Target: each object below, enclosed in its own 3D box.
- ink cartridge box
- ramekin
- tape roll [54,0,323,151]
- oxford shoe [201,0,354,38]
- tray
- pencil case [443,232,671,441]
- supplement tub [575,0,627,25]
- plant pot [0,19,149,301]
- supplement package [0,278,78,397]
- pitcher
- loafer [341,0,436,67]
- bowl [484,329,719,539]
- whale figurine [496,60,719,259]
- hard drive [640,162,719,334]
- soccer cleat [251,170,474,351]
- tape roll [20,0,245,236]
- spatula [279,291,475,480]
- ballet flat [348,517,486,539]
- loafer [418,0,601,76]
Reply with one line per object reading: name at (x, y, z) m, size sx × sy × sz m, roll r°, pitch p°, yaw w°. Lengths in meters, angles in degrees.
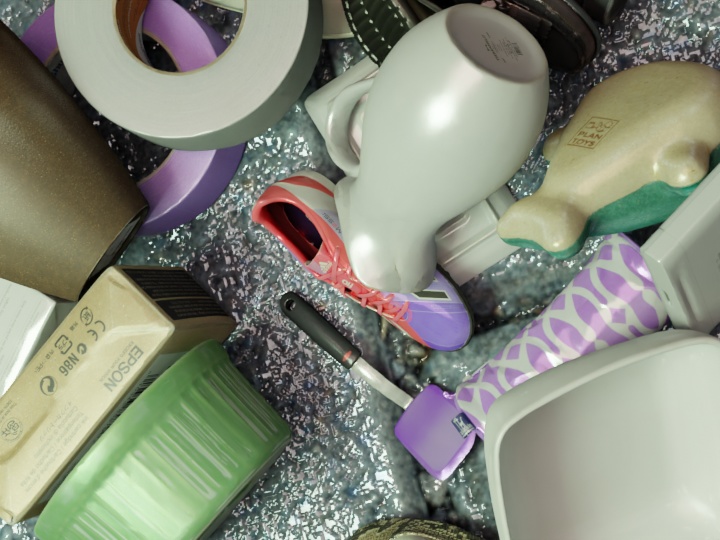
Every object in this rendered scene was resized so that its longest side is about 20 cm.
ink cartridge box at (-0.203, 0.093, 1.075) m, size 0.075 × 0.165 × 0.200 m, roll 41°, pitch 98°, yaw 10°
ramekin at (-0.144, 0.159, 1.046) m, size 0.098 × 0.200 × 0.200 m, roll 42°, pitch 97°, yaw 5°
tape roll at (-0.131, -0.195, 1.055) m, size 0.199 × 0.066 × 0.202 m, roll -1°, pitch 84°, yaw 10°
oxford shoe at (-0.059, -0.234, 1.109) m, size 0.199 × 0.058 × 0.076 m, roll 13°, pitch 87°, yaw 12°
tray at (0.043, -0.083, 1.095) m, size 0.107 × 0.022 × 0.201 m, roll -33°, pitch 81°, yaw 11°
pencil case at (0.156, 0.058, 1.035) m, size 0.200 × 0.084 × 0.086 m, roll -44°, pitch 54°, yaw 7°
supplement tub at (0.117, -0.262, 1.041) m, size 0.199 × 0.107 × 0.107 m, roll 31°, pitch 95°, yaw 13°
plant pot at (-0.266, -0.073, 1.040) m, size 0.200 × 0.187 × 0.187 m, roll 36°, pitch 96°, yaw -2°
supplement package at (-0.330, 0.024, 1.135) m, size 0.199 × 0.114 × 0.110 m, roll 30°, pitch 96°, yaw 13°
pitcher at (0.042, -0.109, 0.996) m, size 0.172 × 0.121 × 0.200 m, roll 61°, pitch 139°, yaw 28°
loafer at (0.061, -0.175, 1.069) m, size 0.071 × 0.073 × 0.200 m, roll -41°, pitch 95°, yaw -30°
bowl at (0.180, 0.143, 0.981) m, size 0.199 × 0.075 × 0.201 m, roll -19°, pitch 113°, yaw -13°
whale figurine at (0.193, -0.065, 0.991) m, size 0.200 × 0.159 × 0.104 m, roll -42°, pitch 121°, yaw -20°
hard drive at (0.284, -0.051, 0.960) m, size 0.200 × 0.132 × 0.027 m, roll -45°, pitch 53°, yaw -4°
soccer cleat at (0.000, 0.000, 1.067) m, size 0.200 × 0.073 × 0.068 m, roll 41°, pitch 123°, yaw 14°
tape roll at (-0.196, -0.130, 1.134) m, size 0.199 × 0.066 × 0.202 m, roll -1°, pitch 87°, yaw 13°
spatula at (0.009, 0.083, 1.097) m, size 0.200 × 0.021 × 0.057 m, roll 41°, pitch 99°, yaw 13°
ballet flat at (0.078, 0.233, 1.046) m, size 0.199 × 0.075 × 0.068 m, roll 10°, pitch 91°, yaw 14°
loafer at (0.079, -0.196, 1.000) m, size 0.199 × 0.072 × 0.063 m, roll 35°, pitch 59°, yaw 5°
